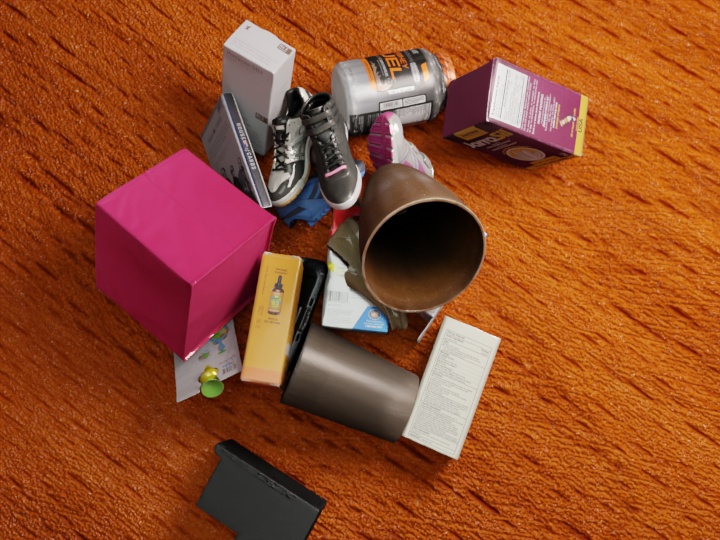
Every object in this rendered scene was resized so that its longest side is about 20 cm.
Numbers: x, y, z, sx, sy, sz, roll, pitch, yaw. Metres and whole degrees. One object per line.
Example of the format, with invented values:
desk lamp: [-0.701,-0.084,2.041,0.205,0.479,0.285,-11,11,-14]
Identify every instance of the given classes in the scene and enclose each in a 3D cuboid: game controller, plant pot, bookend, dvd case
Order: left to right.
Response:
dvd case: [-0.213,-0.171,1.277,0.024,0.150,0.205,-14,80,-30]
bookend: [-0.187,0.415,1.217,0.195,0.092,0.204,28,86,8]
game controller: [-0.113,0.075,1.261,0.103,0.042,0.205,14,81,50]
plant pot: [0.072,-0.075,1.144,0.182,0.190,0.202,-19,37,0]

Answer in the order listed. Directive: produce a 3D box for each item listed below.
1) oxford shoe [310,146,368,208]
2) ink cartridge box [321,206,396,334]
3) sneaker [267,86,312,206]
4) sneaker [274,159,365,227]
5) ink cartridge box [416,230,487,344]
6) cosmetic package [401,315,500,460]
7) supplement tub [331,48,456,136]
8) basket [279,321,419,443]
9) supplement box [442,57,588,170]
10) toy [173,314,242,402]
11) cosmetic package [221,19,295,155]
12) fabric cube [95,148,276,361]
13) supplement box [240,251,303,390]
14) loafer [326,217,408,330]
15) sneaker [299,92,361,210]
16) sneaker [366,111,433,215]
oxford shoe: [-0.041,-0.181,1.312,0.072,0.071,0.204,-29,74,16]
ink cartridge box: [0.000,0.000,1.276,0.113,0.067,0.206,5,82,3]
sneaker: [-0.122,-0.206,1.239,0.074,0.087,0.205,0,64,36]
sneaker: [-0.062,-0.125,1.267,0.197,0.066,0.080,-17,104,36]
ink cartridge box: [0.123,0.016,1.242,0.067,0.115,0.202,33,85,8]
cosmetic package: [0.146,0.189,1.231,0.101,0.087,0.205,22,85,7]
supplement tub: [0.056,-0.303,1.278,0.195,0.123,0.126,-13,81,-12]
basket: [-0.015,0.184,1.211,0.196,0.180,0.139,23,86,-3]
supplement box: [0.251,-0.247,1.225,0.195,0.130,0.106,14,81,-25]
toy: [-0.248,0.136,1.243,0.113,0.201,0.048,-26,123,1]
cosmetic package: [-0.174,-0.298,1.259,0.100,0.201,0.075,30,59,8]
fabric cube: [-0.275,-0.028,1.189,0.197,0.199,0.200,35,48,13]
supplement box: [-0.136,0.079,1.189,0.065,0.069,0.206,8,78,5]
loafer: [0.011,0.015,1.206,0.066,0.076,0.203,-30,73,-2]
sneaker: [-0.052,-0.189,1.161,0.069,0.100,0.204,-20,52,13]
sneaker: [0.073,-0.176,1.264,0.087,0.204,0.081,-29,39,-19]
